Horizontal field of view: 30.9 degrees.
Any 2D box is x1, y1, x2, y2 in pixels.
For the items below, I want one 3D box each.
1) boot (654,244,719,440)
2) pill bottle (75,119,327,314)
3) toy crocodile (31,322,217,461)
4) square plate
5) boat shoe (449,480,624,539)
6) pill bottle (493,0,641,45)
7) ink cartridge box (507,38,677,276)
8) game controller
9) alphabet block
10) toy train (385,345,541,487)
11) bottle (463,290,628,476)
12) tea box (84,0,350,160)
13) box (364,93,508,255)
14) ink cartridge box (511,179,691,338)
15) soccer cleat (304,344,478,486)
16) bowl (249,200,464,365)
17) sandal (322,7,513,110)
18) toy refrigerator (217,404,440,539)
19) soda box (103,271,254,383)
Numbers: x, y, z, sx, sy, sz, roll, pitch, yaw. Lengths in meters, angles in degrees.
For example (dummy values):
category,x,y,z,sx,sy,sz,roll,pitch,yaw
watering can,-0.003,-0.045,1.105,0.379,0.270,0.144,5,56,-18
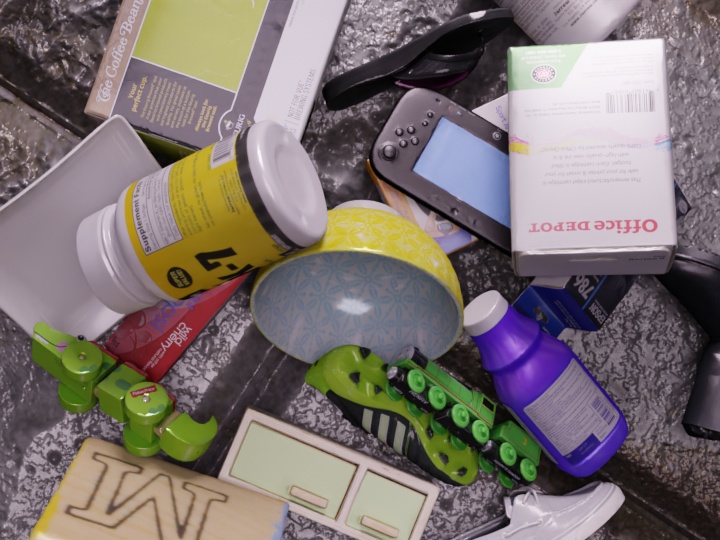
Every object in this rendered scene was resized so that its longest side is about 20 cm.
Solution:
category,x,y,z,sx,sy,sz,roll,pitch,yaw
boot,0.346,0.079,1.267,0.199,0.076,0.169,22,84,-17
pill bottle,-0.139,-0.041,1.130,0.199,0.114,0.115,-23,89,21
toy crocodile,-0.221,0.109,1.193,0.200,0.068,0.062,30,48,17
square plate,-0.254,-0.027,1.206,0.198,0.200,0.028,-39,49,-4
boat shoe,0.158,0.249,1.264,0.200,0.072,0.069,-30,90,4
pill bottle,0.171,-0.301,1.262,0.114,0.114,0.200,-45,91,-5
ink cartridge box,0.209,-0.100,1.191,0.145,0.088,0.201,-2,73,8
game controller,0.109,-0.092,1.247,0.200,0.042,0.105,30,86,-3
alphabet block,-0.193,0.294,1.145,0.199,0.196,0.196,20,107,-3
toy train,0.100,0.138,1.236,0.200,0.042,0.057,40,46,-25
bottle,0.171,0.105,1.242,0.084,0.065,0.200,-45,110,-8
tea box,-0.130,-0.199,1.227,0.196,0.134,0.201,20,86,-4
box,0.118,-0.096,1.287,0.199,0.041,0.119,-26,89,-3
ink cartridge box,0.236,-0.014,1.265,0.200,0.099,0.039,-52,49,-3
soccer cleat,0.034,0.141,1.261,0.200,0.081,0.068,41,55,-20
bowl,0.000,0.000,1.222,0.199,0.200,0.108,8,54,-3
sandal,0.061,-0.194,1.265,0.200,0.075,0.048,-25,79,9
toy refrigerator,-0.031,0.202,1.248,0.199,0.070,0.076,24,86,-3
soda box,-0.151,0.013,1.234,0.063,0.070,0.200,40,95,-2
